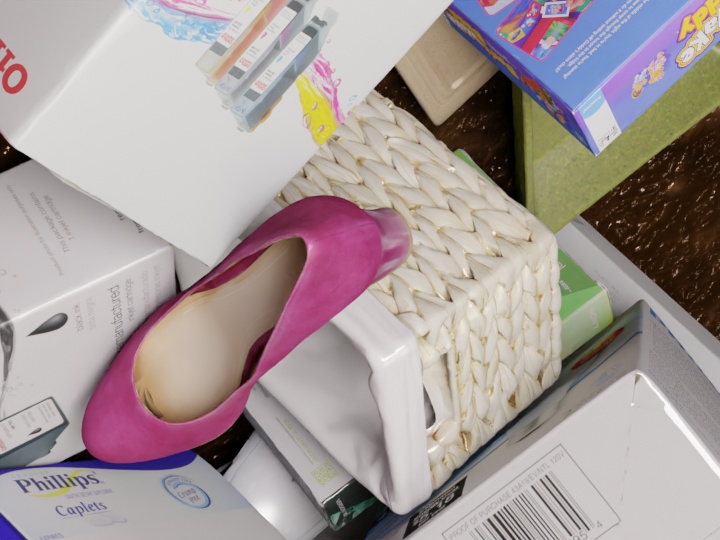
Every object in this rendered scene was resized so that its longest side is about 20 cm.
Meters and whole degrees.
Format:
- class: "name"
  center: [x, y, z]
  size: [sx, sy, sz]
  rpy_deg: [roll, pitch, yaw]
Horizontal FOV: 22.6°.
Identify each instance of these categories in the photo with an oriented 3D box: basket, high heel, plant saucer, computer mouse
- class: "basket"
  center: [0.000, 0.000, 0.933]
  size: [0.123, 0.200, 0.136]
  rpy_deg: [-34, 143, -21]
- class: "high heel"
  center: [-0.069, 0.033, 0.802]
  size: [0.199, 0.068, 0.096]
  rpy_deg: [-30, 171, 24]
- class: "plant saucer"
  center: [0.155, -0.131, 1.039]
  size: [0.199, 0.048, 0.200]
  rpy_deg: [-37, 154, -14]
- class: "computer mouse"
  center: [-0.026, 0.110, 1.051]
  size: [0.200, 0.110, 0.044]
  rpy_deg: [-47, -177, -28]

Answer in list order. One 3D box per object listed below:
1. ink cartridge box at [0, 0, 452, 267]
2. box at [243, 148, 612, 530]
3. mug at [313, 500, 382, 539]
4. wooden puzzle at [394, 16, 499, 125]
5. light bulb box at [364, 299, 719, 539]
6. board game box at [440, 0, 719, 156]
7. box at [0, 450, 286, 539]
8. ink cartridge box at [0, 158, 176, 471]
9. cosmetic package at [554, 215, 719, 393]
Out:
- class: "ink cartridge box"
  center: [-0.073, -0.135, 0.770]
  size: [0.200, 0.145, 0.144]
  rpy_deg: [-46, 143, 6]
- class: "box"
  center: [0.023, 0.035, 1.026]
  size: [0.199, 0.144, 0.036]
  rpy_deg: [-36, 143, -8]
- class: "mug"
  center: [-0.064, 0.213, 1.140]
  size: [0.198, 0.148, 0.176]
  rpy_deg: [14, 123, -16]
- class: "wooden puzzle"
  center: [0.072, -0.188, 0.948]
  size: [0.185, 0.037, 0.200]
  rpy_deg: [-43, 148, -1]
- class: "light bulb box"
  center: [0.110, 0.134, 0.954]
  size: [0.198, 0.125, 0.200]
  rpy_deg: [-38, -179, 12]
- class: "board game box"
  center: [0.139, -0.171, 0.881]
  size: [0.200, 0.135, 0.045]
  rpy_deg: [-43, 148, -1]
- class: "box"
  center: [-0.154, 0.206, 0.933]
  size: [0.183, 0.105, 0.201]
  rpy_deg: [1, 122, -57]
- class: "ink cartridge box"
  center: [-0.192, 0.041, 0.870]
  size: [0.199, 0.086, 0.147]
  rpy_deg: [-28, 152, -20]
- class: "cosmetic package"
  center: [0.135, 0.069, 1.115]
  size: [0.151, 0.200, 0.052]
  rpy_deg: [-53, 148, 14]
